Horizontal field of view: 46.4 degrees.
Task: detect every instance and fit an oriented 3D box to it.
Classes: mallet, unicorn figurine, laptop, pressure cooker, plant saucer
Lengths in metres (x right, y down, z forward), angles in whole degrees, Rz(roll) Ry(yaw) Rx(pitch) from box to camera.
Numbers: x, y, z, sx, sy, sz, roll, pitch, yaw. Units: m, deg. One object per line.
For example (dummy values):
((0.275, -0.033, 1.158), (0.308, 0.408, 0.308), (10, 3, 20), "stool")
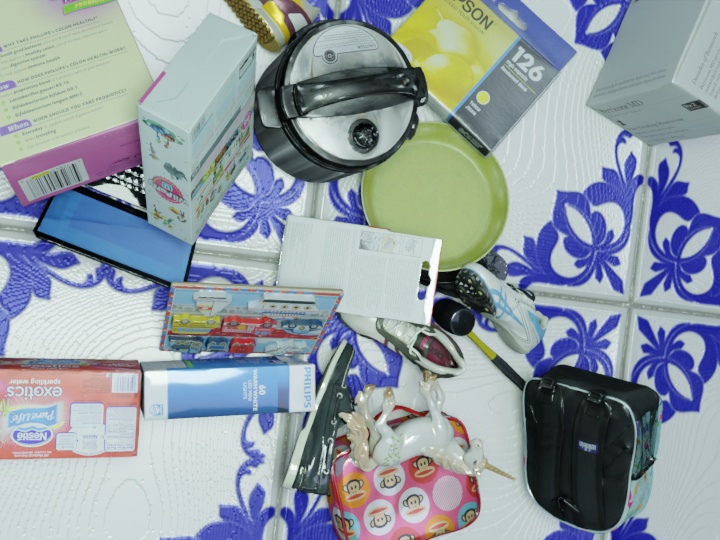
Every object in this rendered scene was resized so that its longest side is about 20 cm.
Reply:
((0.171, 0.109, 1.152), (0.041, 0.066, 0.200), (-48, 120, -4), "mallet")
((0.077, 0.199, 1.037), (0.197, 0.074, 0.139), (-10, 95, -3), "unicorn figurine")
((-0.253, -0.102, 0.969), (0.176, 0.103, 0.202), (22, 86, -18), "laptop")
((-0.025, -0.196, 0.984), (0.178, 0.200, 0.177), (37, 79, -16), "pressure cooker")
((0.096, -0.094, 1.096), (0.197, 0.031, 0.203), (2, 77, -9), "plant saucer")

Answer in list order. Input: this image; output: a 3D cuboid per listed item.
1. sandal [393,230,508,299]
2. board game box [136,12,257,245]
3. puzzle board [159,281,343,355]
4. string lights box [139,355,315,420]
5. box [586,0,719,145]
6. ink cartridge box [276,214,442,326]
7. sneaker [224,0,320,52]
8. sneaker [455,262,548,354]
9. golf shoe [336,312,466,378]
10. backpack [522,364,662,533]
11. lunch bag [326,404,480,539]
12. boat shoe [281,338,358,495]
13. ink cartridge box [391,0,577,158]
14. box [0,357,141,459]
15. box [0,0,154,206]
((0.110, -0.004, 1.117), (0.198, 0.048, 0.076), (10, 89, -18), "sandal")
((-0.171, -0.145, 0.900), (0.064, 0.201, 0.148), (24, 58, 6), "board game box")
((-0.132, 0.063, 0.999), (0.197, 0.151, 0.018), (3, 57, -18), "puzzle board")
((-0.161, 0.138, 1.009), (0.197, 0.103, 0.060), (0, 90, -17), "string lights box")
((0.441, -0.292, 1.130), (0.130, 0.199, 0.202), (27, 85, -16), "box")
((0.000, 0.000, 1.033), (0.197, 0.050, 0.111), (9, 90, 13), "ink cartridge box")
((-0.132, -0.370, 1.018), (0.090, 0.075, 0.201), (-42, 110, -20), "sneaker")
((0.188, 0.039, 1.107), (0.073, 0.072, 0.200), (-55, 135, -8), "sneaker")
((0.056, 0.072, 1.084), (0.199, 0.088, 0.078), (32, 85, -15), "golf shoe")
((0.308, 0.237, 1.123), (0.150, 0.176, 0.203), (-7, 102, -45), "backpack")
((0.051, 0.264, 1.092), (0.198, 0.082, 0.179), (-13, 96, -16), "lunch bag")
((-0.033, 0.183, 1.042), (0.065, 0.075, 0.201), (22, 58, -1), "boat shoe")
((0.158, -0.287, 1.101), (0.197, 0.047, 0.200), (41, 83, 1), "ink cartridge box")
((-0.352, 0.154, 0.953), (0.197, 0.095, 0.101), (2, 91, -17), "box")
((-0.323, -0.201, 0.909), (0.174, 0.097, 0.202), (-23, 75, -15), "box")
